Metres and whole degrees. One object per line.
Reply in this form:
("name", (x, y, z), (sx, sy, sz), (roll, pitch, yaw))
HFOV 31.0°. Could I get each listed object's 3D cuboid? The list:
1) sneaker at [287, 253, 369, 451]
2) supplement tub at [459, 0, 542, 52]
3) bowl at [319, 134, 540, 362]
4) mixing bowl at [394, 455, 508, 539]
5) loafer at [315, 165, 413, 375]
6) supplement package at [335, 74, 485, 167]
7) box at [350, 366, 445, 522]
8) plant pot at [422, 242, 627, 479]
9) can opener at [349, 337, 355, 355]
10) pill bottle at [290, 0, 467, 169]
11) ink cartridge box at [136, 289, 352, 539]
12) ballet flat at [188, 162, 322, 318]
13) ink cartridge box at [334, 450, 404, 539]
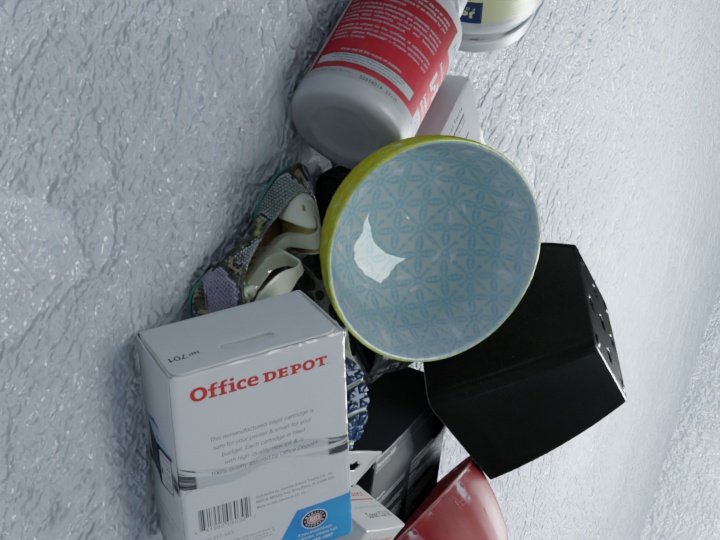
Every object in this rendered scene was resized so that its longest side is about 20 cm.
("sneaker", (-0.043, 0.083, 1.185), (0.077, 0.085, 0.200), (-1, 93, -22))
("supplement tub", (0.117, -0.324, 1.264), (0.200, 0.145, 0.145), (87, 25, -59))
("bowl", (0.045, -0.032, 1.131), (0.200, 0.108, 0.200), (-9, 113, -21))
("mixing bowl", (0.091, 0.313, 1.450), (0.200, 0.108, 0.200), (-43, 175, -4))
("loafer", (0.000, 0.000, 1.210), (0.070, 0.068, 0.201), (-19, 89, -42))
("supplement package", (0.058, -0.093, 1.304), (0.110, 0.114, 0.200), (-64, 151, -30))
("box", (0.020, 0.206, 1.388), (0.200, 0.079, 0.141), (-35, 140, -57))
("plant pot", (0.180, 0.083, 1.412), (0.200, 0.177, 0.200), (54, 25, -49))
("can opener", (0.014, 0.050, 1.339), (0.063, 0.079, 0.200), (63, 17, 14))
("pill bottle", (0.025, -0.197, 1.184), (0.200, 0.112, 0.112), (-63, 152, -29))
("ink cartridge box", (-0.090, 0.133, 1.041), (0.146, 0.086, 0.200), (-14, 119, -23))
("ballet flat", (-0.070, -0.017, 1.112), (0.200, 0.072, 0.072), (-57, 148, -39))
("ink cartridge box", (-0.033, 0.262, 1.193), (0.200, 0.067, 0.116), (-55, 161, 6))
